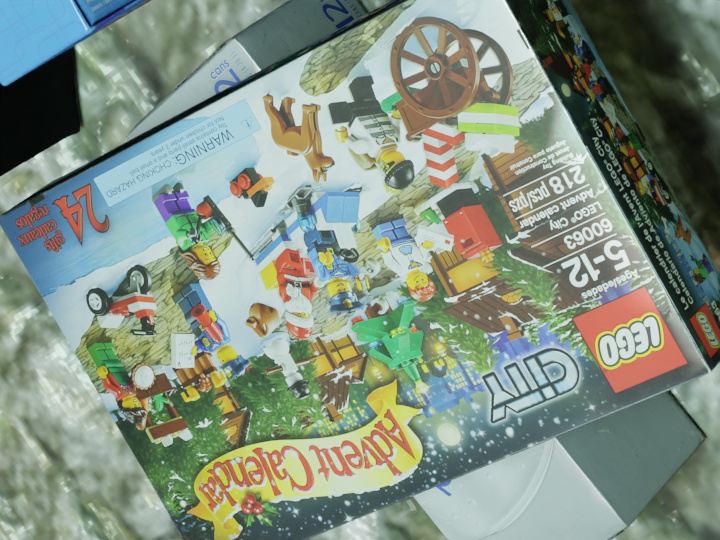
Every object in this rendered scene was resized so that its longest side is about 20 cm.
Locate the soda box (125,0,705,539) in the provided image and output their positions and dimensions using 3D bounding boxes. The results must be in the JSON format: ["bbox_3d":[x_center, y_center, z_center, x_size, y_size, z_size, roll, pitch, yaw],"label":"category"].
[{"bbox_3d":[0.018,0.006,0.957,0.200,0.068,0.063,51,128,-1],"label":"soda box"}]

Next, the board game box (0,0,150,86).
[{"bbox_3d":[-0.106,-0.173,0.893,0.045,0.152,0.200,-27,97,38],"label":"board game box"}]

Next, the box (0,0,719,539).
[{"bbox_3d":[0.000,0.000,0.899,0.200,0.038,0.137,-26,97,33],"label":"box"}]

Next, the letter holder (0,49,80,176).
[{"bbox_3d":[-0.189,-0.133,0.996,0.142,0.101,0.200,11,118,28],"label":"letter holder"}]
